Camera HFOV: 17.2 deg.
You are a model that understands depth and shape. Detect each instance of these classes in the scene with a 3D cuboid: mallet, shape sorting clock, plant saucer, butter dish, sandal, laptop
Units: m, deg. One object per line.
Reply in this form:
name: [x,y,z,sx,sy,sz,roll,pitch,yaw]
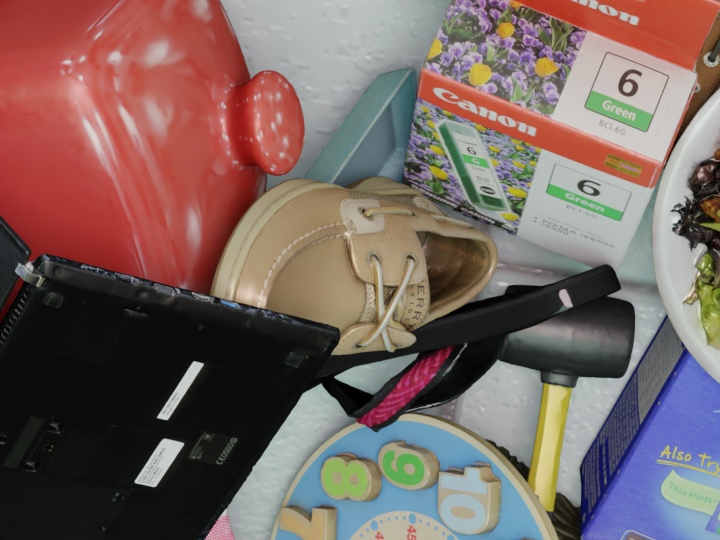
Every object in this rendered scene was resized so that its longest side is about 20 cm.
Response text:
mallet: [0.076,0.104,1.135,0.066,0.041,0.200,16,88,-2]
shape sorting clock: [0.023,0.168,1.135,0.200,0.039,0.200,1,91,40]
plant saucer: [-0.030,-0.002,1.053,0.019,0.200,0.070,23,152,19]
butter dish: [-0.095,-0.054,1.004,0.148,0.200,0.200,-7,117,22]
sandal: [0.033,0.044,1.104,0.200,0.075,0.045,-17,92,33]
laptop: [-0.141,0.031,0.945,0.200,0.103,0.177,15,128,-26]

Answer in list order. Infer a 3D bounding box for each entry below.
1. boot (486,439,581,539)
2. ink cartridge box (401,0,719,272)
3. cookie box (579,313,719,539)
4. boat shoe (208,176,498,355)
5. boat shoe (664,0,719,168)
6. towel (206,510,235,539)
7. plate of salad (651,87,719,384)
boot: [0.053,0.201,1.219,0.175,0.066,0.200,42,111,-4]
ink cartridge box: [0.080,-0.070,1.006,0.109,0.050,0.200,22,161,5]
cookie box: [0.222,0.065,1.132,0.171,0.075,0.200,23,116,-9]
boat shoe: [0.000,0.000,1.005,0.064,0.200,0.071,20,110,21]
boat shoe: [0.166,-0.127,1.038,0.068,0.072,0.200,13,117,-5]
towel: [-0.116,0.164,1.135,0.146,0.030,0.200,-25,118,-28]
plate of salad: [0.226,-0.012,1.025,0.200,0.048,0.200,1,116,3]
